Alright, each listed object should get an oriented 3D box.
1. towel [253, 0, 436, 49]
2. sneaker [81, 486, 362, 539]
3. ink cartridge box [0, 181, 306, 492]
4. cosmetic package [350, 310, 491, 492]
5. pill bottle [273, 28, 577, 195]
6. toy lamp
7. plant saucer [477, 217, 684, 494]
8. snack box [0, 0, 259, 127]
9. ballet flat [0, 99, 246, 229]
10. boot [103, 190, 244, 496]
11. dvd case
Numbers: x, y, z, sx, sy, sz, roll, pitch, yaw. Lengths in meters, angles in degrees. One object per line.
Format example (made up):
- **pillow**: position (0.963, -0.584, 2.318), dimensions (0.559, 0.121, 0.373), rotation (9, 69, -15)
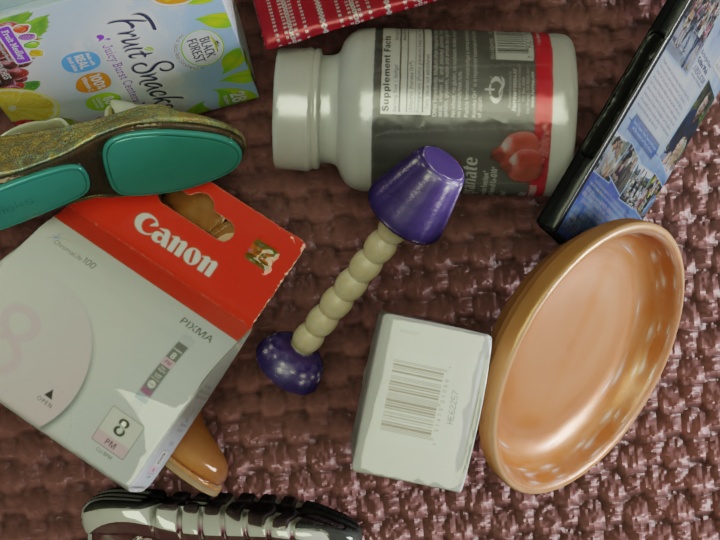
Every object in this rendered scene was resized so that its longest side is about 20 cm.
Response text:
- **towel**: position (0.020, -0.220, 1.095), dimensions (0.200, 0.022, 0.145), rotation (-16, 44, 0)
- **sneaker**: position (-0.098, 0.218, 1.116), dimensions (0.200, 0.076, 0.116), rotation (4, 95, 11)
- **ink cartridge box**: position (-0.159, 0.021, 1.062), dimensions (0.163, 0.057, 0.200), rotation (33, 90, 11)
- **cosmetic package**: position (0.037, 0.081, 1.044), dimensions (0.074, 0.200, 0.102), rotation (12, 90, 1)
- **pill bottle**: position (0.043, -0.108, 1.083), dimensions (0.200, 0.111, 0.111), rotation (2, 89, 1)
- **toy lamp**: position (0.000, 0.000, 1.053), dimensions (0.058, 0.058, 0.200), rotation (37, 119, 1)
- **plant saucer**: position (0.143, 0.054, 1.065), dimensions (0.037, 0.200, 0.200), rotation (29, 90, 37)
- **snack box**: position (-0.167, -0.159, 1.047), dimensions (0.169, 0.200, 0.068), rotation (-15, 72, 0)
- **ballet flat**: position (-0.179, -0.080, 1.060), dimensions (0.200, 0.071, 0.071), rotation (-15, 89, -10)
- **boot**: position (-0.116, 0.043, 1.119), dimensions (0.155, 0.077, 0.200), rotation (-38, 82, -4)
- **dvd case**: position (0.194, -0.097, 1.077), dimensions (0.018, 0.143, 0.200), rotation (31, 90, 27)
